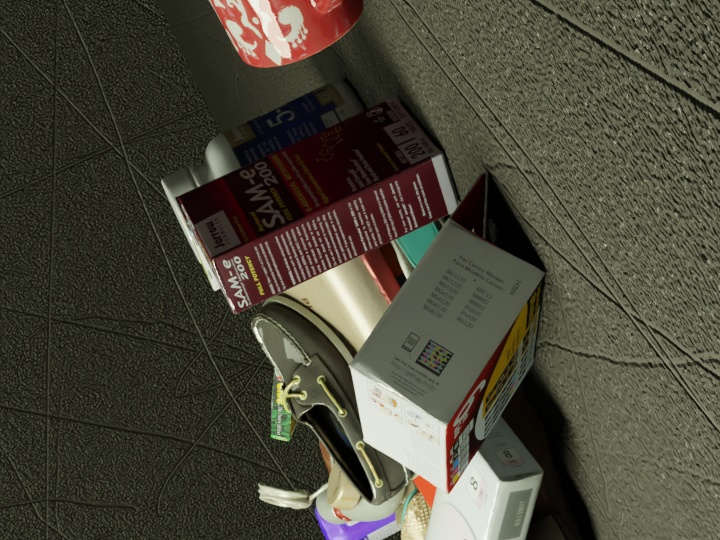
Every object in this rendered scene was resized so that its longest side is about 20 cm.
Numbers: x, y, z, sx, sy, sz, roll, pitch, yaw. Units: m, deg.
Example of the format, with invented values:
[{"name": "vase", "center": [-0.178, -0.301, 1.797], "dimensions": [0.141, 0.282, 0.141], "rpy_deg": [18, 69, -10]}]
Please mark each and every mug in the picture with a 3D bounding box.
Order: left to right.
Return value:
[{"name": "mug", "center": [-0.078, -0.257, 1.266], "dimensions": [0.201, 0.133, 0.178], "rpy_deg": [64, 176, -32]}]

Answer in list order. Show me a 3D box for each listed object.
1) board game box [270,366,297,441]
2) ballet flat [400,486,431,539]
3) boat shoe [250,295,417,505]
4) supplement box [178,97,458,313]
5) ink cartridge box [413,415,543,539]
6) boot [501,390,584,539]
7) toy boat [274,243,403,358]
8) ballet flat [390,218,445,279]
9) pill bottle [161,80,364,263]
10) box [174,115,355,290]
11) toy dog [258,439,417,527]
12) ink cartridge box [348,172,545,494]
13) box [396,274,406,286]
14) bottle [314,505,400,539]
[{"name": "board game box", "center": [-0.042, 0.055, 1.595], "dimensions": [0.105, 0.023, 0.200], "rpy_deg": [92, -164, -44]}, {"name": "ballet flat", "center": [0.081, 0.287, 1.554], "dimensions": [0.065, 0.070, 0.201], "rpy_deg": [42, 150, 49]}, {"name": "boat shoe", "center": [-0.029, 0.110, 1.439], "dimensions": [0.201, 0.061, 0.072], "rpy_deg": [48, 148, 8]}, {"name": "supplement box", "center": [-0.034, -0.054, 1.348], "dimensions": [0.109, 0.199, 0.061], "rpy_deg": [55, 169, 53]}, {"name": "ink cartridge box", "center": [0.074, 0.173, 1.406], "dimensions": [0.200, 0.057, 0.163], "rpy_deg": [50, 139, 46]}, {"name": "boot", "center": [0.145, 0.193, 1.478], "dimensions": [0.146, 0.070, 0.201], "rpy_deg": [57, -167, -72]}, {"name": "toy boat", "center": [0.000, 0.000, 1.477], "dimensions": [0.130, 0.131, 0.201], "rpy_deg": [-7, 119, 51]}, {"name": "ballet flat", "center": [0.071, 0.012, 1.416], "dimensions": [0.069, 0.069, 0.201], "rpy_deg": [81, 168, -69]}, {"name": "pill bottle", "center": [-0.082, -0.089, 1.610], "dimensions": [0.120, 0.199, 0.120], "rpy_deg": [63, 173, 13]}, {"name": "box", "center": [-0.059, -0.064, 1.521], "dimensions": [0.110, 0.199, 0.035], "rpy_deg": [75, 169, -55]}, {"name": "toy dog", "center": [0.002, 0.195, 1.632], "dimensions": [0.132, 0.097, 0.200], "rpy_deg": [25, 163, -33]}, {"name": "ink cartridge box", "center": [0.077, 0.050, 1.240], "dimensions": [0.084, 0.176, 0.200], "rpy_deg": [31, 165, 14]}, {"name": "box", "center": [0.036, 0.085, 1.877], "dimensions": [0.141, 0.079, 0.201], "rpy_deg": [-118, 6, -47]}, {"name": "bottle", "center": [0.051, 0.233, 1.775], "dimensions": [0.066, 0.199, 0.084], "rpy_deg": [63, 174, 10]}]
